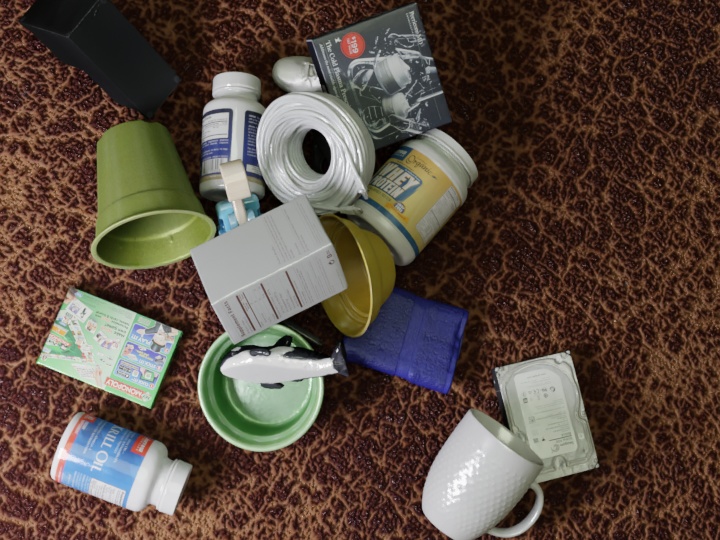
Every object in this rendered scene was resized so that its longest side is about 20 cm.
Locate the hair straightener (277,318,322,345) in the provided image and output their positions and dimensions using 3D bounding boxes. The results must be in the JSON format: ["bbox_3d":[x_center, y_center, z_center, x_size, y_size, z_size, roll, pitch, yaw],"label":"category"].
[{"bbox_3d":[-0.140,0.063,1.630,0.199,0.041,0.077,40,93,8],"label":"hair straightener"}]

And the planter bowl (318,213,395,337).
[{"bbox_3d":[0.000,0.000,1.573,0.083,0.200,0.203,-14,81,-27],"label":"planter bowl"}]

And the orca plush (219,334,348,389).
[{"bbox_3d":[-0.112,0.120,1.471,0.198,0.105,0.072,-13,49,26],"label":"orca plush"}]

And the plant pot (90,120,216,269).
[{"bbox_3d":[-0.350,-0.130,1.583,0.197,0.200,0.192,-14,68,-8],"label":"plant pot"}]

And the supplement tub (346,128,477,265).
[{"bbox_3d":[0.087,-0.124,1.634,0.144,0.145,0.200,41,78,2],"label":"supplement tub"}]

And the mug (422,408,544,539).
[{"bbox_3d":[0.203,0.349,1.566,0.199,0.148,0.176,34,96,-14],"label":"mug"}]

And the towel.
[{"bbox_3d":[0.073,0.110,1.644,0.198,0.050,0.149,18,72,-2],"label":"towel"}]

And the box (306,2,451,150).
[{"bbox_3d":[0.029,-0.312,1.604,0.180,0.104,0.202,-21,105,-4],"label":"box"}]

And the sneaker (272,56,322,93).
[{"bbox_3d":[-0.053,-0.335,1.684,0.197,0.089,0.076,12,79,-5],"label":"sneaker"}]

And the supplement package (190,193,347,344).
[{"bbox_3d":[-0.138,-0.002,1.486,0.198,0.118,0.118,-26,53,-4],"label":"supplement package"}]

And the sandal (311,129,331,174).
[{"bbox_3d":[-0.059,-0.203,1.679,0.048,0.075,0.203,-26,81,24],"label":"sandal"}]

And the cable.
[{"bbox_3d":[-0.072,-0.187,1.560,0.198,0.069,0.203,-1,108,31],"label":"cable"}]

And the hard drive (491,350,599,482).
[{"bbox_3d":[0.310,0.248,1.648,0.138,0.038,0.203,-11,82,-8],"label":"hard drive"}]

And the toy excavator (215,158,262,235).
[{"bbox_3d":[-0.192,-0.089,1.551,0.099,0.195,0.202,-17,111,-8],"label":"toy excavator"}]

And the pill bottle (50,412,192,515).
[{"bbox_3d":[-0.368,0.306,1.526,0.198,0.112,0.113,21,78,-3],"label":"pill bottle"}]

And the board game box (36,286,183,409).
[{"bbox_3d":[-0.406,0.126,1.595,0.198,0.029,0.136,22,79,-2],"label":"board game box"}]

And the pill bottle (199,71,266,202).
[{"bbox_3d":[-0.210,-0.221,1.636,0.109,0.111,0.203,3,80,-6],"label":"pill bottle"}]

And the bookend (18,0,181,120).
[{"bbox_3d":[-0.434,-0.367,1.635,0.093,0.198,0.200,-53,133,-12],"label":"bookend"}]

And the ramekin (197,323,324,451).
[{"bbox_3d":[-0.152,0.179,1.560,0.197,0.098,0.203,0,91,3],"label":"ramekin"}]
